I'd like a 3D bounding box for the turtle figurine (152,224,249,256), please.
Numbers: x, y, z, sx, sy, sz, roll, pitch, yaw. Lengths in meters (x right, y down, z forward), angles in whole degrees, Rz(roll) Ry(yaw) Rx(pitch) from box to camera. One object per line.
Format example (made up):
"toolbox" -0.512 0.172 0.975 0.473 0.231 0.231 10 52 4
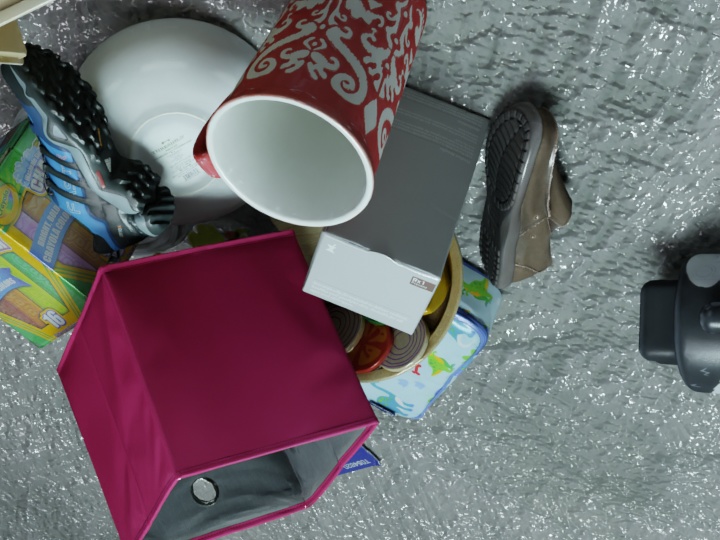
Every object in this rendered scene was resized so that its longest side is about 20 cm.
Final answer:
"turtle figurine" -0.183 0.010 1.433 0.065 0.199 0.161 67 165 3

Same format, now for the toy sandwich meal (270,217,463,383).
"toy sandwich meal" 0.000 0.000 1.352 0.204 0.207 0.070 1 168 25

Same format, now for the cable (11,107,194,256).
"cable" -0.246 -0.101 1.447 0.199 0.070 0.200 -20 126 41

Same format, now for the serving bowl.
"serving bowl" -0.163 -0.119 1.321 0.198 0.066 0.201 -3 125 -4

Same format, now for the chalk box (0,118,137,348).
"chalk box" -0.323 -0.046 1.391 0.200 0.124 0.124 39 139 -21

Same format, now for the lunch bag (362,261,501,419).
"lunch bag" 0.033 0.054 1.483 0.160 0.083 0.200 32 140 -7

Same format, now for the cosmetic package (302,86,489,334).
"cosmetic package" 0.032 -0.057 1.254 0.106 0.201 0.090 23 142 0

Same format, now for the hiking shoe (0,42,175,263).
"hiking shoe" -0.249 -0.096 1.262 0.086 0.074 0.201 -29 105 27

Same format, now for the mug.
"mug" -0.044 -0.156 1.177 0.176 0.201 0.134 9 140 18

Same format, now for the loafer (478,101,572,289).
"loafer" 0.150 -0.070 1.303 0.070 0.073 0.201 -11 141 -14

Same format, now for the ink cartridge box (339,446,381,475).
"ink cartridge box" -0.109 0.204 1.756 0.199 0.041 0.200 -23 123 42

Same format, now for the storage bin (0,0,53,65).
"storage bin" -0.217 -0.238 1.113 0.199 0.199 0.094 -24 92 10

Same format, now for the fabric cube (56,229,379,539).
"fabric cube" -0.134 0.112 1.318 0.195 0.200 0.200 -13 155 -30

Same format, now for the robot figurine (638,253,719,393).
"robot figurine" 0.345 0.049 1.285 0.198 0.150 0.126 0 121 26
